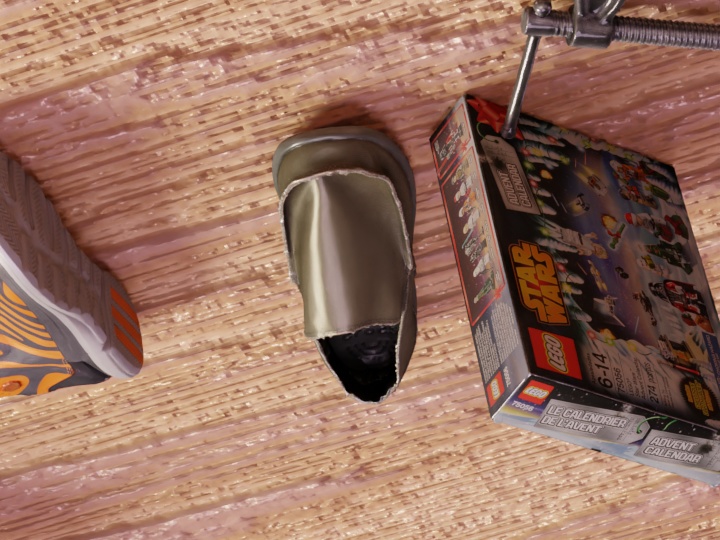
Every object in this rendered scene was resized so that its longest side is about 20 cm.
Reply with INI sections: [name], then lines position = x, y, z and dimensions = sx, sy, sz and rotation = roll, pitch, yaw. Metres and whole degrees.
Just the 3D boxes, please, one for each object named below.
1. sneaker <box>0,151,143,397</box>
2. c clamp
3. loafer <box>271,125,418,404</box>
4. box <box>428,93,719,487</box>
[sneaker]
position = -0.203, 0.015, 1.475
dimensions = 0.112, 0.078, 0.200
rotation = -18, 139, 14
[c clamp]
position = 0.176, -0.135, 1.380
dimensions = 0.200, 0.027, 0.171
rotation = 0, 134, -7
[loafer]
position = 0.000, 0.000, 1.486
dimensions = 0.075, 0.070, 0.200
rotation = -10, 141, 6
[box]
position = 0.115, 0.008, 1.406
dimensions = 0.137, 0.200, 0.040
rotation = 17, 130, -26
